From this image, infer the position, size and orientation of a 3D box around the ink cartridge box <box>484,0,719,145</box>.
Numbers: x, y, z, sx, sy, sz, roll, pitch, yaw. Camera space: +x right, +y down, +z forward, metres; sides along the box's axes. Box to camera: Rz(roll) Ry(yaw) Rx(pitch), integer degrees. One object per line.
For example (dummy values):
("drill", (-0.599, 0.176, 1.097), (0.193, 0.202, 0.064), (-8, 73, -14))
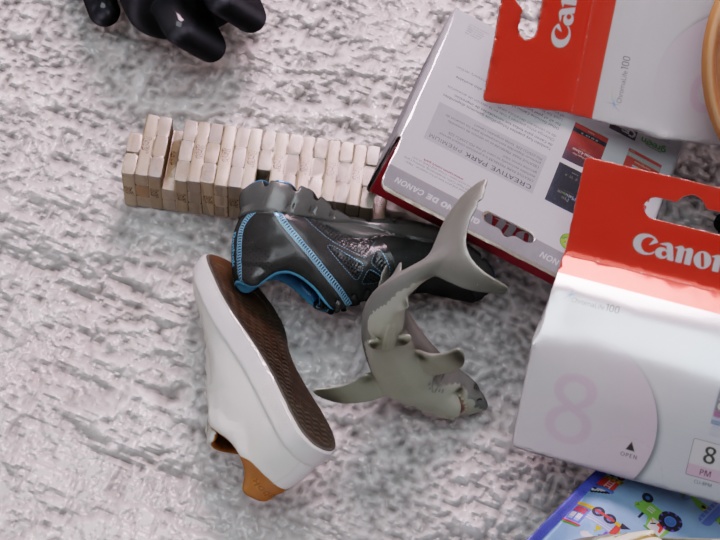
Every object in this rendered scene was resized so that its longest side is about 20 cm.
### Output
("ink cartridge box", (0.201, -0.180, 1.330), (0.198, 0.057, 0.164), (5, 105, -20))

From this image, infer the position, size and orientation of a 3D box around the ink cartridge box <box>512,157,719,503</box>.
("ink cartridge box", (0.201, 0.042, 1.269), (0.161, 0.057, 0.202), (14, 107, 14))

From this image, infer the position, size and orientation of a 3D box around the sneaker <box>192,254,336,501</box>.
("sneaker", (-0.092, 0.076, 1.346), (0.085, 0.073, 0.201), (-43, 49, 20))

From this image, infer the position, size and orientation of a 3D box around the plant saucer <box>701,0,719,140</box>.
("plant saucer", (0.323, -0.151, 1.316), (0.198, 0.037, 0.202), (-4, 103, -19))

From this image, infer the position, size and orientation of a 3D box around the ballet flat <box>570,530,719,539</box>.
("ballet flat", (0.198, 0.191, 1.210), (0.198, 0.064, 0.068), (5, 48, -17))

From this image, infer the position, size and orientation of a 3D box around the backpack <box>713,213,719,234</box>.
("backpack", (0.329, 0.042, 1.345), (0.165, 0.127, 0.201), (11, 65, 1))

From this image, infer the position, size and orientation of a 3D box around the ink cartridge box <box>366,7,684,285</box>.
("ink cartridge box", (0.116, -0.066, 1.380), (0.199, 0.084, 0.176), (27, 58, -3))

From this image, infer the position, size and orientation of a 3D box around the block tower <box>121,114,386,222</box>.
("block tower", (-0.077, -0.071, 1.423), (0.198, 0.058, 0.054), (8, 65, 0))

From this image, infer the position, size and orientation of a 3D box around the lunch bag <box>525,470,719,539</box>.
("lunch bag", (0.209, 0.202, 1.295), (0.150, 0.094, 0.200), (39, 60, 18))

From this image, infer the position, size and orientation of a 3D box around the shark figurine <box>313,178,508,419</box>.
("shark figurine", (0.030, 0.022, 1.300), (0.127, 0.215, 0.090), (0, 54, -1))

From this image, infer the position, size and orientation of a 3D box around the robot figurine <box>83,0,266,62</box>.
("robot figurine", (-0.147, -0.264, 1.472), (0.149, 0.125, 0.201), (-17, 67, -19))

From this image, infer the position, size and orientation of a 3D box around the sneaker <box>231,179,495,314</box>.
("sneaker", (0.000, 0.000, 1.378), (0.198, 0.073, 0.083), (15, 73, -8))
